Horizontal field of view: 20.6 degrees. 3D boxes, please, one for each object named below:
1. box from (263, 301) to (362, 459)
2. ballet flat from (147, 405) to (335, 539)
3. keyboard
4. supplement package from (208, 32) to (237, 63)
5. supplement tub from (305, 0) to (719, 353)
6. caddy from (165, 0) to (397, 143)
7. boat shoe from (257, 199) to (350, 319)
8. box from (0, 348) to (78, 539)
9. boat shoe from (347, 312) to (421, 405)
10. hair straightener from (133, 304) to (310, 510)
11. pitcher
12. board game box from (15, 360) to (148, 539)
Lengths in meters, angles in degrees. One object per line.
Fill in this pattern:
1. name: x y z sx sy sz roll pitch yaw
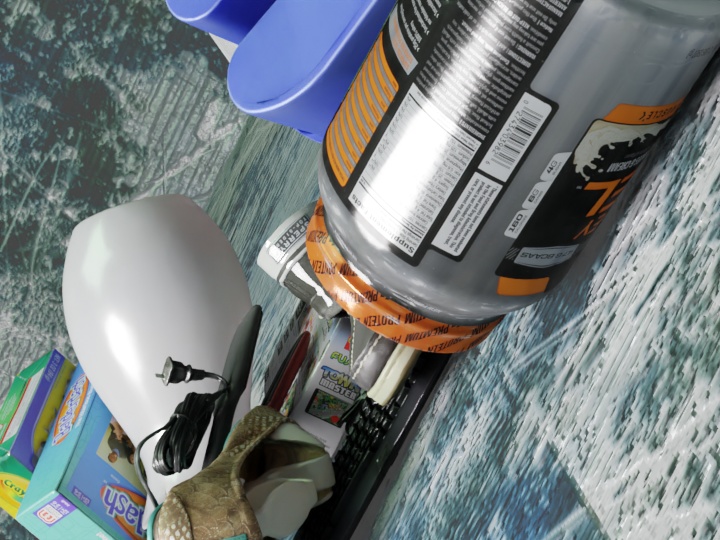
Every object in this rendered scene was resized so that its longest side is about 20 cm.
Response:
1. box: -0.024 0.055 1.271 0.111 0.035 0.200 -63 9 11
2. ballet flat: -0.048 0.118 1.037 0.200 0.065 0.071 -48 -53 -70
3. keyboard: 0.010 0.073 1.070 0.201 0.020 0.127 -61 10 18
4. supplement package: -0.022 -0.239 1.420 0.199 0.156 0.111 -32 -9 -29
5. supplement tub: 0.060 -0.068 0.824 0.201 0.122 0.123 -59 11 35
6. caddy: 0.004 -0.150 0.911 0.200 0.105 0.142 -51 57 26
7. boat shoe: 0.000 0.000 1.151 0.071 0.064 0.200 -46 -10 16
8. box: -0.169 0.161 1.371 0.048 0.200 0.118 -32 25 27
9. boat shoe: 0.010 -0.013 1.031 0.072 0.066 0.202 -56 13 39
10. hair straightener: -0.091 0.087 1.150 0.041 0.077 0.201 -56 7 42
11. pitcher: -0.116 0.059 1.314 0.171 0.120 0.202 14 -122 -76
12. board game box: -0.140 0.137 1.346 0.045 0.152 0.201 -34 24 29
